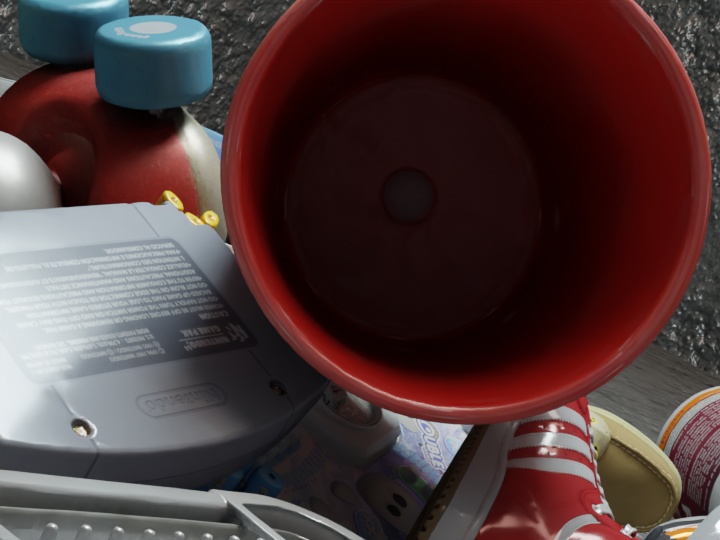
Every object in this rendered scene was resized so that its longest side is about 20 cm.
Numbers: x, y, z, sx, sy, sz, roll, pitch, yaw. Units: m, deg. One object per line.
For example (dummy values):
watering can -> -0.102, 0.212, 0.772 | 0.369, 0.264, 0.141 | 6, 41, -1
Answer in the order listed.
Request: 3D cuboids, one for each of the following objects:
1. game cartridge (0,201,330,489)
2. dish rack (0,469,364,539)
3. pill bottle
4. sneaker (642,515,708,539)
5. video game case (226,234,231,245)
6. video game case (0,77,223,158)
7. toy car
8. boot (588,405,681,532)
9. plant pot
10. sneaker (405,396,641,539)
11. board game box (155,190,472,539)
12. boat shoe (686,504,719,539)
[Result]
game cartridge -> -0.104, 0.031, 0.737 | 0.133, 0.041, 0.199 | 46, 28, 24
dish rack -> -0.025, 0.119, 0.557 | 0.171, 0.044, 0.199 | 29, 7, 35
pill bottle -> 0.277, 0.152, 1.239 | 0.113, 0.115, 0.200 | 23, 5, -9
sneaker -> 0.228, 0.184, 0.884 | 0.198, 0.078, 0.112 | 24, 4, -1
video game case -> 0.000, 0.000, 1.086 | 0.198, 0.024, 0.182 | 17, -7, 18
video game case -> -0.136, -0.069, 1.193 | 0.180, 0.046, 0.200 | 14, -3, 27
toy car -> -0.187, -0.037, 0.958 | 0.198, 0.186, 0.176 | -14, 27, -32
boot -> 0.111, 0.116, 1.087 | 0.199, 0.073, 0.156 | 31, 8, -7
plant pot -> 0.034, -0.035, 0.811 | 0.199, 0.202, 0.177 | 24, -4, -6
sneaker -> 0.094, 0.106, 0.818 | 0.112, 0.072, 0.200 | 33, 34, 4
board game box -> -0.007, 0.060, 0.876 | 0.199, 0.026, 0.201 | 21, 31, -30
boat shoe -> 0.201, 0.134, 0.837 | 0.066, 0.074, 0.199 | 28, 48, 34
